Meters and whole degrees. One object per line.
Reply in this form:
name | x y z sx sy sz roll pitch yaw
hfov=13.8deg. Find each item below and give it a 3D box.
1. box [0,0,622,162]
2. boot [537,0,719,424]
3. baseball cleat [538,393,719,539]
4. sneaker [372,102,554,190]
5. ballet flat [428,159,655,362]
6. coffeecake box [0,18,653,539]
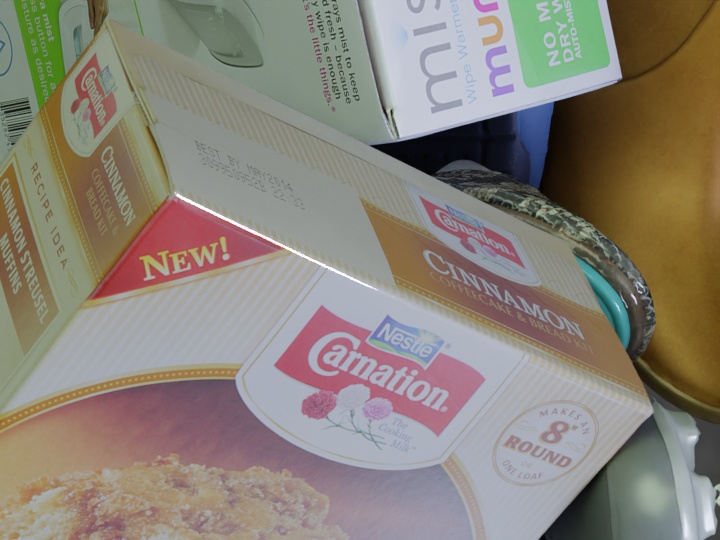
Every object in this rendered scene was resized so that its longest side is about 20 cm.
box | -0.038 -0.131 0.821 0.176 0.096 0.201 -8 96 47
boot | 0.108 -0.072 0.876 0.144 0.070 0.202 -50 48 44
baseball cleat | 0.035 0.071 0.817 0.106 0.200 0.070 -6 86 -7
sneaker | 0.035 -0.101 0.888 0.074 0.082 0.202 8 107 36
ballet flat | 0.000 0.000 0.854 0.199 0.068 0.075 -8 25 30
coffeecake box | -0.051 0.058 0.741 0.200 0.153 0.073 -51 37 22
